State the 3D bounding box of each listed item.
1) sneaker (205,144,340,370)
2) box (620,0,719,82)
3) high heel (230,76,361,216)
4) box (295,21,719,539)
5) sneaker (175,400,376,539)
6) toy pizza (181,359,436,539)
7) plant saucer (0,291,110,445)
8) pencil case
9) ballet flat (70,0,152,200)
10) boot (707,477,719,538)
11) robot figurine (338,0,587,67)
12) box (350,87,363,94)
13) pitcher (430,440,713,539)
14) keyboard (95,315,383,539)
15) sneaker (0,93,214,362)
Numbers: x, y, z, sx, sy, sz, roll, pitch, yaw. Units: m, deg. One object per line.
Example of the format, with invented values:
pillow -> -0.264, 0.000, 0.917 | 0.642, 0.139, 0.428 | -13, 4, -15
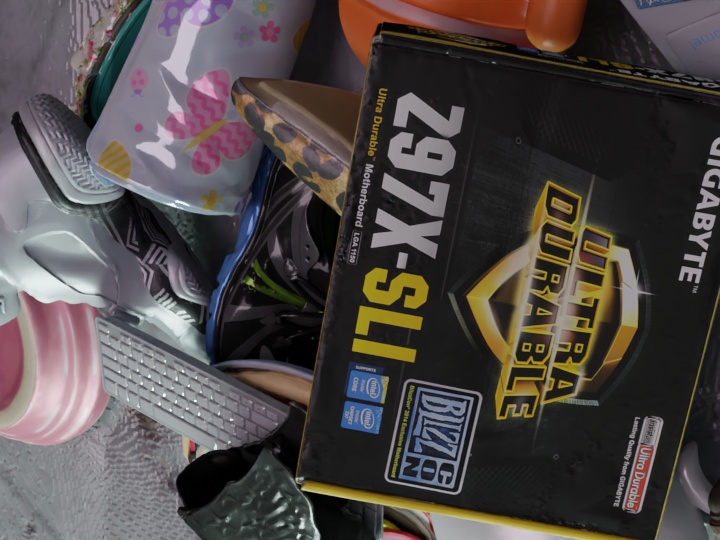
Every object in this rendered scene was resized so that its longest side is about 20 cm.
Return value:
sneaker -> -0.030, 0.007, 0.845 | 0.083, 0.071, 0.200 | 32, 118, 33
box -> 0.183, -0.125, 0.595 | 0.156, 0.041, 0.200 | -20, 127, 39
high heel -> 0.000, 0.000, 0.723 | 0.200, 0.071, 0.143 | 30, 125, -15
box -> 0.067, 0.007, 0.639 | 0.160, 0.049, 0.200 | 11, 107, 1
sneaker -> -0.057, 0.132, 0.798 | 0.104, 0.060, 0.200 | 46, 146, -14
toy pizza -> -0.024, 0.132, 0.856 | 0.200, 0.032, 0.200 | 22, 139, 21
plant saucer -> -0.247, 0.028, 1.019 | 0.200, 0.051, 0.201 | 16, 117, 36
pencil case -> -0.074, -0.128, 0.793 | 0.083, 0.091, 0.200 | -135, 63, -71
ballet flat -> -0.151, -0.096, 0.908 | 0.064, 0.076, 0.200 | 38, 121, 34
boot -> 0.215, 0.033, 0.655 | 0.200, 0.075, 0.097 | -37, 87, 21
robot figurine -> 0.054, -0.162, 0.704 | 0.144, 0.117, 0.200 | 22, 116, 17
box -> 0.024, 0.004, 0.792 | 0.041, 0.039, 0.200 | -133, 24, -69
pitcher -> 0.142, 0.138, 0.741 | 0.172, 0.121, 0.200 | -36, 91, 17
keyboard -> -0.068, 0.083, 0.821 | 0.200, 0.011, 0.056 | 24, 127, 29
sneaker -> -0.165, 0.001, 0.880 | 0.115, 0.075, 0.200 | -35, 124, 3
